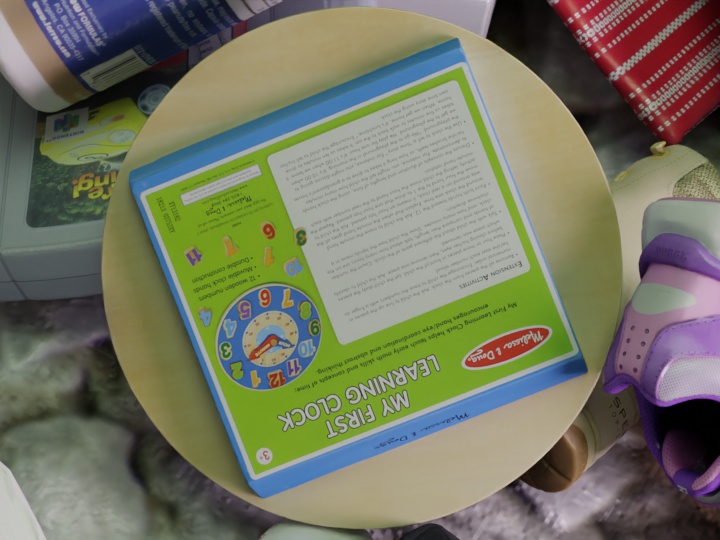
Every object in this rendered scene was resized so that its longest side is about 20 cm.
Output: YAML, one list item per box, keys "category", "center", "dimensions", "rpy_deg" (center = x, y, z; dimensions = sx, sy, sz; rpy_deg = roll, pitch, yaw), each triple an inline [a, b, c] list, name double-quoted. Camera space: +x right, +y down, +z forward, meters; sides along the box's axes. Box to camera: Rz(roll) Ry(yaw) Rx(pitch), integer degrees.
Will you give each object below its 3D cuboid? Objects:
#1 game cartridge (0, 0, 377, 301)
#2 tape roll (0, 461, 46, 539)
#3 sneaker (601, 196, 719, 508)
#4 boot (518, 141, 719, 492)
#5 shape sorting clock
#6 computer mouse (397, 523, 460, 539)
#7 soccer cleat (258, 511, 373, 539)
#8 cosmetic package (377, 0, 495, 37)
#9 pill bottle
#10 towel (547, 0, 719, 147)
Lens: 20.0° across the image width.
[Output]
- category: "game cartridge"
  center: [-0.087, -0.053, 0.855]
  dimensions: [0.199, 0.041, 0.133]
  rpy_deg: [-13, 51, 10]
- category: "tape roll"
  center: [-0.211, 0.139, 0.747]
  dimensions: [0.202, 0.071, 0.203]
  rpy_deg: [3, 57, -4]
- category: "sneaker"
  center: [0.157, 0.062, 0.793]
  dimensions: [0.080, 0.200, 0.089]
  rpy_deg: [5, 57, 50]
- category: "boot"
  center: [0.070, -0.016, 0.877]
  dimensions: [0.155, 0.073, 0.200]
  rpy_deg: [-33, 61, -28]
- category: "shape sorting clock"
  center: [0.000, 0.000, 0.781]
  dimensions: [0.199, 0.039, 0.201]
  rpy_deg: [0, 92, 5]
- category: "computer mouse"
  center: [0.016, 0.185, 0.729]
  dimensions: [0.046, 0.141, 0.200]
  rpy_deg: [-2, 16, 28]
- category: "soccer cleat"
  center: [-0.035, 0.165, 0.741]
  dimensions: [0.070, 0.086, 0.200]
  rpy_deg: [19, 58, 6]
- category: "cosmetic package"
  center: [0.031, -0.193, 0.982]
  dimensions: [0.101, 0.071, 0.201]
  rpy_deg: [15, 58, 2]
- category: "pill bottle"
  center: [-0.066, -0.154, 0.824]
  dimensions: [0.199, 0.111, 0.111]
  rpy_deg: [-26, 62, 5]
- category: "towel"
  center: [0.123, -0.168, 0.950]
  dimensions: [0.145, 0.022, 0.200]
  rpy_deg: [-38, 91, -37]
